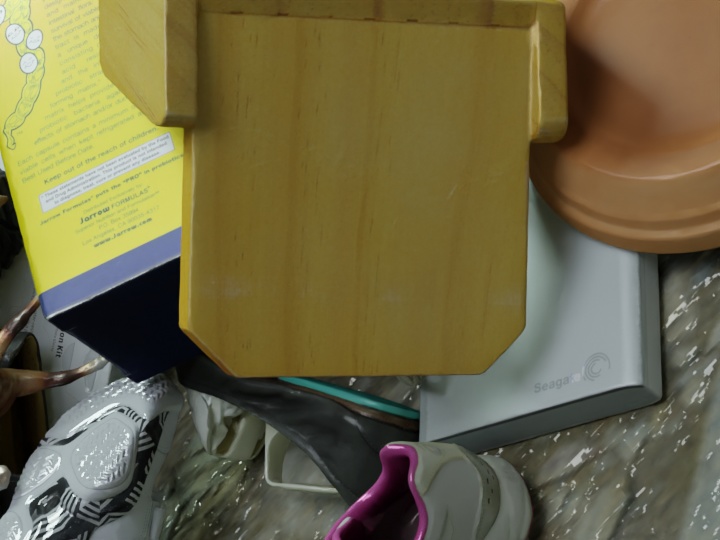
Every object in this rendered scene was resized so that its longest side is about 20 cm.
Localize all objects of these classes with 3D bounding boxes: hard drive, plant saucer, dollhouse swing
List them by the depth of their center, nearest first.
[{"bbox_3d":[0.159,-0.105,1.027,0.199,0.037,0.202,-15,57,24],"label":"plant saucer"},{"bbox_3d":[-0.020,-0.059,1.034,0.182,0.198,0.178,-140,53,-63],"label":"dollhouse swing"},{"bbox_3d":[0.089,-0.015,1.073,0.131,0.026,0.202,-19,55,34],"label":"hard drive"}]

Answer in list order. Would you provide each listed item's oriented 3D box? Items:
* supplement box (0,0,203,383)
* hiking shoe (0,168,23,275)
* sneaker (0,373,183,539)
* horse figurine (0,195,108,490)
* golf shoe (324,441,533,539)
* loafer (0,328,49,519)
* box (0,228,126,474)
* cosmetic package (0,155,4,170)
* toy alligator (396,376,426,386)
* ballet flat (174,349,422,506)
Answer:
[{"bbox_3d":[-0.119,-0.063,1.113,0.109,0.109,0.201,-24,63,11],"label":"supplement box"},{"bbox_3d":[-0.274,0.007,1.221,0.101,0.076,0.200,42,95,31],"label":"hiking shoe"},{"bbox_3d":[-0.136,0.159,1.128,0.075,0.115,0.201,4,54,43],"label":"sneaker"},{"bbox_3d":[-0.222,0.023,1.138,0.132,0.050,0.201,-37,85,1],"label":"horse figurine"},{"bbox_3d":[-0.003,0.165,1.009,0.075,0.091,0.201,33,92,45],"label":"golf shoe"},{"bbox_3d":[-0.193,0.130,1.165,0.072,0.073,0.202,-20,79,22],"label":"loafer"},{"bbox_3d":[-0.216,0.036,1.243,0.198,0.041,0.158,12,92,29],"label":"box"},{"bbox_3d":[-0.205,-0.040,1.323,0.200,0.071,0.102,-39,46,19],"label":"cosmetic package"},{"bbox_3d":[0.000,0.000,1.129,0.054,0.060,0.200,-21,37,-22],"label":"toy alligator"},{"bbox_3d":[-0.049,0.075,1.123,0.199,0.068,0.069,24,96,47],"label":"ballet flat"}]
